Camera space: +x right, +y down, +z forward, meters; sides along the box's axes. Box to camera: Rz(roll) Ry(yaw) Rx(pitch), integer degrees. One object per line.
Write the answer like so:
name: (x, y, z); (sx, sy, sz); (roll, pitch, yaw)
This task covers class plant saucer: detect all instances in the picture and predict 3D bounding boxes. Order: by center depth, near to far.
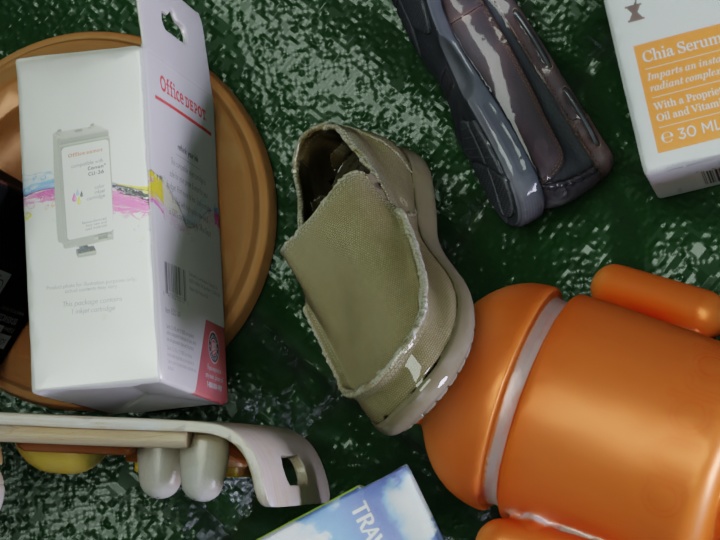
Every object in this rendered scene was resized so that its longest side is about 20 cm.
plant saucer: (-0.143, -0.028, 1.287); (0.200, 0.037, 0.201); (-2, 82, 11)

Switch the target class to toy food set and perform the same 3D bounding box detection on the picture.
toy food set: (-0.124, 0.101, 1.210); (0.199, 0.143, 0.061); (2, 86, 12)

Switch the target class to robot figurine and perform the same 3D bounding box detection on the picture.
robot figurine: (0.116, 0.073, 1.178); (0.200, 0.117, 0.144); (19, 100, 15)

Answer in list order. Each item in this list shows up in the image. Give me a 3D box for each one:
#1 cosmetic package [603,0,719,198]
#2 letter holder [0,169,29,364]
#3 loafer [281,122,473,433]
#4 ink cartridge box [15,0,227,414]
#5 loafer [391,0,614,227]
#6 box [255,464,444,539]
cosmetic package: (0.168, -0.147, 1.220); (0.101, 0.071, 0.201); (-14, 79, 10)
letter holder: (-0.243, -0.031, 1.187); (0.142, 0.200, 0.101); (31, 90, 15)
loafer: (0.000, 0.000, 1.176); (0.067, 0.200, 0.076); (30, 114, -26)
ink cartridge box: (-0.115, -0.037, 1.204); (0.067, 0.116, 0.201); (-5, 80, 12)
loafer: (0.061, -0.122, 1.249); (0.063, 0.072, 0.200); (-23, 84, -12)
box: (-0.036, 0.191, 1.192); (0.200, 0.048, 0.122); (-28, 79, 6)
